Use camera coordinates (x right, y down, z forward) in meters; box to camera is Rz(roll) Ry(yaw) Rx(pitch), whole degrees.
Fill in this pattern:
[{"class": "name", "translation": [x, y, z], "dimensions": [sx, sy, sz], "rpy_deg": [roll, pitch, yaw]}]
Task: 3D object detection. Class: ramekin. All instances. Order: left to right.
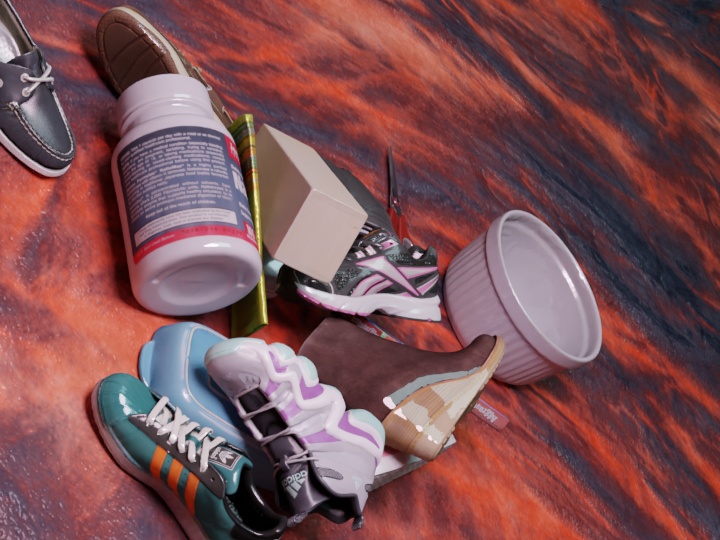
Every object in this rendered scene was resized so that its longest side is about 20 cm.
[{"class": "ramekin", "translation": [0.188, 0.041, 1.807], "dimensions": [0.200, 0.105, 0.201], "rpy_deg": [35, 37, -32]}]

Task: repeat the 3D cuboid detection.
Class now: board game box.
[{"class": "board game box", "translation": [0.064, 0.102, 1.602], "dimensions": [0.200, 0.020, 0.103], "rpy_deg": [36, -2, -32]}]

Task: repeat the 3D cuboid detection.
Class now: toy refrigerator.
[{"class": "toy refrigerator", "translation": [-0.060, -0.066, 1.452], "dimensions": [0.070, 0.076, 0.200], "rpy_deg": [25, 12, -25]}]

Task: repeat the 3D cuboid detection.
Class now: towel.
[{"class": "towel", "translation": [-0.111, -0.041, 1.426], "dimensions": [0.018, 0.086, 0.202], "rpy_deg": [-1, 78, -19]}]

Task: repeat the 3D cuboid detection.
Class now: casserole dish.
[{"class": "casserole dish", "translation": [-0.113, 0.118, 1.370], "dimensions": [0.200, 0.039, 0.122], "rpy_deg": [36, 38, -34]}]

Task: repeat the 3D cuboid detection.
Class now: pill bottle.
[{"class": "pill bottle", "translation": [-0.164, -0.073, 1.384], "dimensions": [0.119, 0.119, 0.201], "rpy_deg": [19, 48, -47]}]

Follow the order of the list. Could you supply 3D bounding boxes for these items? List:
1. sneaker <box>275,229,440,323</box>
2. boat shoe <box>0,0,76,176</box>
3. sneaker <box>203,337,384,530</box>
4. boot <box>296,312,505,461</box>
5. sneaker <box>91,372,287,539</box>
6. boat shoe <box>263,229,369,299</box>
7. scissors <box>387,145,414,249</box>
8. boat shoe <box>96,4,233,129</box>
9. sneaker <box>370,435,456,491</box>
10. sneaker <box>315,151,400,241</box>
[{"class": "sneaker", "translation": [0.000, 0.000, 1.513], "dimensions": [0.199, 0.080, 0.087], "rpy_deg": [7, 90, -44]}, {"class": "boat shoe", "translation": [-0.307, -0.177, 1.329], "dimensions": [0.201, 0.060, 0.076], "rpy_deg": [54, 31, -7]}, {"class": "sneaker", "translation": [-0.060, 0.154, 1.306], "dimensions": [0.199, 0.078, 0.141], "rpy_deg": [34, 43, -26]}, {"class": "boot", "translation": [0.040, 0.083, 1.467], "dimensions": [0.166, 0.073, 0.200], "rpy_deg": [34, 39, 9]}, {"class": "sneaker", "translation": [-0.136, 0.156, 1.259], "dimensions": [0.200, 0.080, 0.071], "rpy_deg": [51, 34, -11]}, {"class": "boat shoe", "translation": [-0.056, -0.015, 1.537], "dimensions": [0.199, 0.068, 0.073], "rpy_deg": [4, 61, -51]}, {"class": "scissors", "translation": [0.045, -0.066, 1.789], "dimensions": [0.073, 0.014, 0.201], "rpy_deg": [40, 34, -24]}, {"class": "boat shoe", "translation": [-0.187, -0.180, 1.502], "dimensions": [0.203, 0.074, 0.075], "rpy_deg": [58, 26, -25]}, {"class": "sneaker", "translation": [0.016, 0.154, 1.491], "dimensions": [0.105, 0.075, 0.200], "rpy_deg": [61, 28, 9]}, {"class": "sneaker", "translation": [-0.036, -0.081, 1.641], "dimensions": [0.200, 0.076, 0.091], "rpy_deg": [44, 23, -36]}]
